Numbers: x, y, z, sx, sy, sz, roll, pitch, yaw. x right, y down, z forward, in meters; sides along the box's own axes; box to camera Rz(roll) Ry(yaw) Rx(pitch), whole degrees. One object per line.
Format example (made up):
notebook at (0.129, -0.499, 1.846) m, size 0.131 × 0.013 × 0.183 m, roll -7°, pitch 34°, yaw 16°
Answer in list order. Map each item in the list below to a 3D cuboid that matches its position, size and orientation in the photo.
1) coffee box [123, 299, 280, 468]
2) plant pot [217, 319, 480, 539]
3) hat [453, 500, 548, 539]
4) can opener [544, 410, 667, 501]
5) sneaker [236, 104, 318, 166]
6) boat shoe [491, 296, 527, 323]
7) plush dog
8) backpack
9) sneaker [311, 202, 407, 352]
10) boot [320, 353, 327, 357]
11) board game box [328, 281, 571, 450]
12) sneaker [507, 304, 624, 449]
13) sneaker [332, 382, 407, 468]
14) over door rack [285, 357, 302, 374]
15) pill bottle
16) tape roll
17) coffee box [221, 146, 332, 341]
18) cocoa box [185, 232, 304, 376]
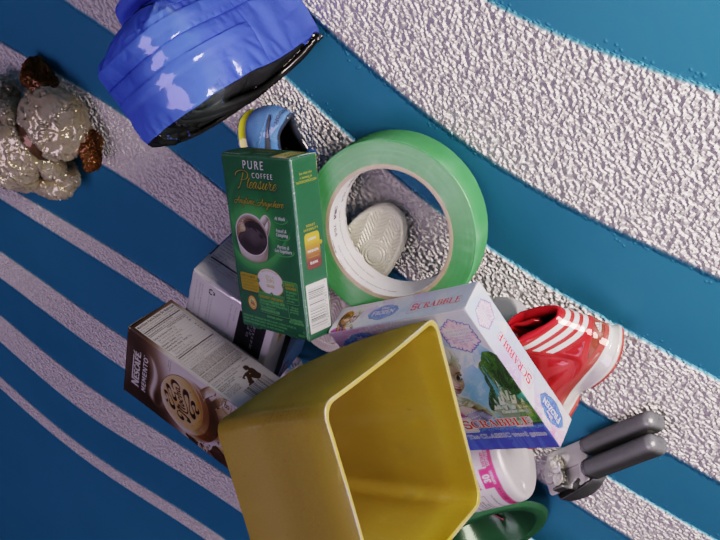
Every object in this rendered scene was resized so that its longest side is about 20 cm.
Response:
coffee box at (-0.196, 0.144, 1.177) m, size 0.198 × 0.080 × 0.115 m, roll 31°, pitch 131°, yaw 21°
plant pot at (-0.020, 0.183, 0.920) m, size 0.174 × 0.199 × 0.204 m, roll -7°, pitch 105°, yaw 37°
hat at (0.132, 0.285, 1.282) m, size 0.196 × 0.178 × 0.167 m, roll -18°, pitch 143°, yaw 0°
can opener at (0.282, 0.215, 1.094) m, size 0.065 × 0.054 × 0.200 m, roll 15°, pitch 147°, yaw -20°
sneaker at (-0.078, -0.097, 1.106) m, size 0.077 × 0.066 × 0.203 m, roll 6°, pitch 127°, yaw 37°
boat shoe at (0.141, 0.105, 1.101) m, size 0.069 × 0.072 × 0.201 m, roll 16°, pitch 131°, yaw -28°
plush dog at (-0.448, -0.188, 1.299) m, size 0.170 × 0.161 × 0.201 m, roll -29°, pitch 107°, yaw 22°
backpack at (-0.174, -0.229, 0.968) m, size 0.169 × 0.200 × 0.162 m, roll 51°, pitch 141°, yaw -10°
sneaker at (0.000, 0.000, 1.128) m, size 0.074 × 0.084 × 0.202 m, roll 35°, pitch 115°, yaw 7°
boot at (0.008, 0.171, 1.208) m, size 0.200 × 0.075 × 0.154 m, roll 15°, pitch 151°, yaw -23°
board game box at (0.093, 0.112, 1.011) m, size 0.198 × 0.041 × 0.201 m, roll -14°, pitch 122°, yaw 44°
sneaker at (0.189, 0.106, 1.030) m, size 0.114 × 0.079 × 0.202 m, roll 26°, pitch 127°, yaw -5°
sneaker at (0.013, 0.192, 1.068) m, size 0.111 × 0.071 × 0.202 m, roll 30°, pitch 142°, yaw 12°
over door rack at (-0.151, 0.192, 1.417) m, size 0.197 × 0.067 × 0.150 m, roll 6°, pitch 127°, yaw 37°
pill bottle at (0.106, 0.246, 1.167) m, size 0.197 × 0.114 × 0.115 m, roll -21°, pitch 111°, yaw 28°
tape roll at (0.037, -0.047, 1.017) m, size 0.197 × 0.048 × 0.204 m, roll 9°, pitch 114°, yaw 21°
coffee box at (-0.091, -0.032, 1.041) m, size 0.122 × 0.044 × 0.204 m, roll 9°, pitch 111°, yaw 45°
cocoa box at (-0.142, 0.056, 1.240) m, size 0.132 × 0.131 × 0.202 m, roll 33°, pitch 140°, yaw 10°
